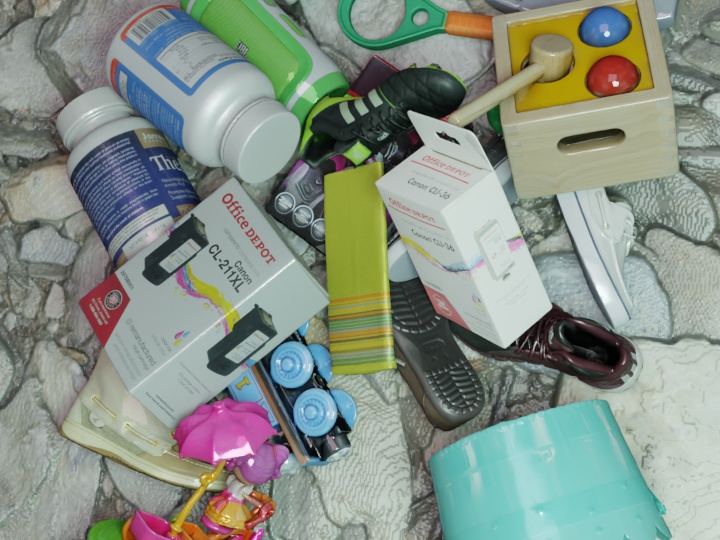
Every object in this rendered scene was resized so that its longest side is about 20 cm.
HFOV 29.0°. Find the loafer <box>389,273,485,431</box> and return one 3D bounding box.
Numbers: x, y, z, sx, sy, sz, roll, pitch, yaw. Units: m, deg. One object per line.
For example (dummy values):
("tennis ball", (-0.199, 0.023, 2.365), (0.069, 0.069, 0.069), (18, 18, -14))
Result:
("loafer", (0.052, 0.075, 1.367), (0.072, 0.071, 0.201), (-8, 56, -23))

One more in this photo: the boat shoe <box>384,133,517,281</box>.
("boat shoe", (0.089, -0.069, 1.379), (0.200, 0.070, 0.066), (-39, 61, -9))

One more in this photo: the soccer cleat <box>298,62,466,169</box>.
("soccer cleat", (0.020, -0.142, 1.333), (0.199, 0.067, 0.082), (-11, 50, 45))

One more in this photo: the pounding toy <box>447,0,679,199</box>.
("pounding toy", (0.187, -0.168, 1.306), (0.198, 0.143, 0.185), (-9, 48, 10))

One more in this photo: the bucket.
("bucket", (0.163, 0.209, 1.252), (0.206, 0.207, 0.136), (-20, 73, 9))

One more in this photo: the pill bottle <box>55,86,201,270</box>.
("pill bottle", (-0.238, -0.088, 1.453), (0.110, 0.111, 0.201), (-33, 74, 6))

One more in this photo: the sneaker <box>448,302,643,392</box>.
("sneaker", (0.170, 0.054, 1.320), (0.198, 0.115, 0.076), (16, 83, 16))

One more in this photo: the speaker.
("speaker", (-0.101, -0.232, 1.461), (0.088, 0.088, 0.200), (-44, 73, 2))

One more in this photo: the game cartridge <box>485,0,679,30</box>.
("game cartridge", (0.229, -0.309, 1.419), (0.198, 0.041, 0.134), (11, 79, 16))

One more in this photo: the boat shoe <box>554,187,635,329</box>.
("boat shoe", (0.233, -0.044, 1.342), (0.065, 0.074, 0.202), (-20, 70, 7))

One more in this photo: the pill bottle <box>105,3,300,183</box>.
("pill bottle", (-0.156, -0.174, 1.401), (0.200, 0.112, 0.112), (41, 91, 27))

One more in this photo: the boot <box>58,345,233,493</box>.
("boot", (-0.196, 0.132, 1.422), (0.198, 0.072, 0.156), (19, 82, 17))

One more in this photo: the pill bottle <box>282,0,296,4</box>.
("pill bottle", (-0.045, -0.389, 1.462), (0.111, 0.111, 0.200), (44, 92, 18))

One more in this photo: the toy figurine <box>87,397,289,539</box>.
("toy figurine", (-0.129, 0.212, 1.313), (0.150, 0.199, 0.185), (40, 103, 49))

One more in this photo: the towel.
("towel", (0.000, 0.000, 1.356), (0.086, 0.018, 0.202), (-9, 82, 46))

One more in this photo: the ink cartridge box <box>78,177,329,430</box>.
("ink cartridge box", (-0.151, 0.029, 1.341), (0.200, 0.083, 0.146), (-39, 48, -1))

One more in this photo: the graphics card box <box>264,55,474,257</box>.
("graphics card box", (0.009, -0.105, 1.426), (0.125, 0.051, 0.201), (37, 91, 17))

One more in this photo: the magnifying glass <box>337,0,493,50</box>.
("magnifying glass", (0.071, -0.263, 1.458), (0.198, 0.022, 0.080), (11, 82, 18))

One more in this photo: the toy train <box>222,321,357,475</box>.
("toy train", (-0.085, 0.113, 1.393), (0.114, 0.087, 0.201), (-33, 74, 15))

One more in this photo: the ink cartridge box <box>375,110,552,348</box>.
("ink cartridge box", (0.087, -0.039, 1.268), (0.067, 0.201, 0.116), (-37, 31, -17))
